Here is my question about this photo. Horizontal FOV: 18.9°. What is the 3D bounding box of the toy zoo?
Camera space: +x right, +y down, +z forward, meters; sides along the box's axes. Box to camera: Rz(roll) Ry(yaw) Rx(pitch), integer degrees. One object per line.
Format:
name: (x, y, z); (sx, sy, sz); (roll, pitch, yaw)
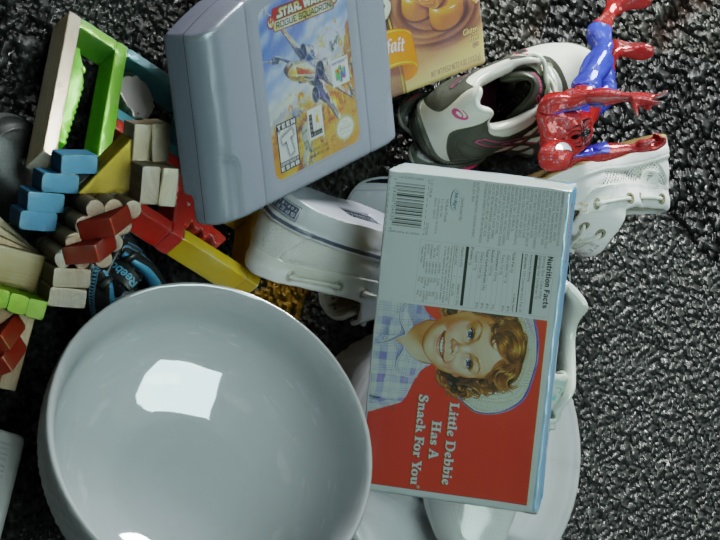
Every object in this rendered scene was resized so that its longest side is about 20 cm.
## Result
toy zoo: (-0.118, -0.065, 1.372); (0.199, 0.020, 0.132); (33, 39, -28)

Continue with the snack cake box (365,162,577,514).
snack cake box: (0.067, 0.040, 1.334); (0.114, 0.067, 0.202); (7, 97, 7)

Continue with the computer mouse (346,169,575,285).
computer mouse: (0.078, -0.023, 1.523); (0.199, 0.044, 0.111); (4, 87, -33)

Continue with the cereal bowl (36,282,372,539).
cereal bowl: (-0.098, 0.114, 1.272); (0.199, 0.083, 0.201); (10, 59, -17)

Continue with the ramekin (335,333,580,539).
ramekin: (0.045, 0.127, 1.466); (0.201, 0.094, 0.204); (2, 87, -33)

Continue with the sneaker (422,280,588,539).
sneaker: (0.094, 0.093, 1.397); (0.070, 0.080, 0.202); (18, 80, -33)

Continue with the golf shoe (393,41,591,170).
golf shoe: (0.117, -0.118, 1.517); (0.199, 0.088, 0.078); (-26, 90, -40)

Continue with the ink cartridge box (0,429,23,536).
ink cartridge box: (-0.283, 0.180, 1.265); (0.116, 0.067, 0.201); (20, 76, -31)

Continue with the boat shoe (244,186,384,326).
boat shoe: (0.000, 0.000, 1.406); (0.199, 0.071, 0.070); (17, 107, -51)

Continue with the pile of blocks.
pile of blocks: (-0.180, -0.015, 1.256); (0.082, 0.062, 0.200); (41, 82, -25)

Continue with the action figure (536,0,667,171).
action figure: (0.182, -0.121, 1.475); (0.200, 0.098, 0.066); (-53, 141, -47)

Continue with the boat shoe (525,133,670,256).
boat shoe: (0.156, -0.044, 1.518); (0.199, 0.071, 0.070); (-19, 95, -40)

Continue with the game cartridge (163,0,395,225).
game cartridge: (-0.044, -0.120, 1.320); (0.200, 0.041, 0.134); (-31, 124, -51)

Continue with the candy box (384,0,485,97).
candy box: (-0.005, -0.171, 1.440); (0.199, 0.055, 0.116); (-23, 115, -39)

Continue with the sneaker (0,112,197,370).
sneaker: (-0.167, -0.017, 1.340); (0.073, 0.082, 0.200); (-45, 110, -23)
